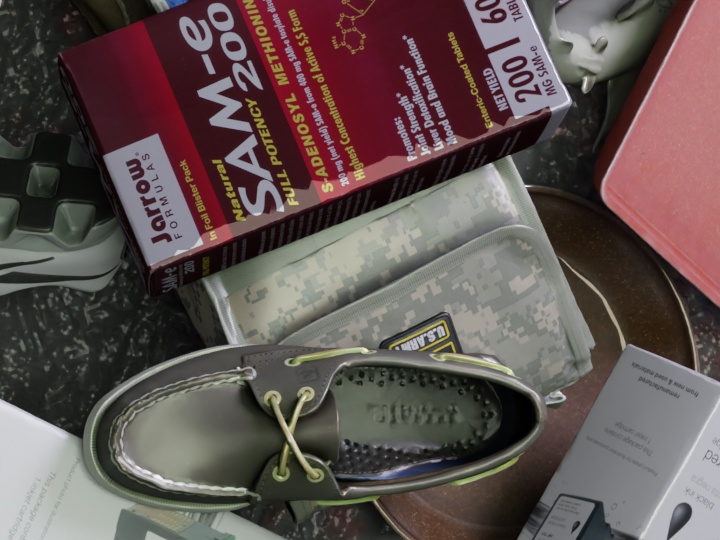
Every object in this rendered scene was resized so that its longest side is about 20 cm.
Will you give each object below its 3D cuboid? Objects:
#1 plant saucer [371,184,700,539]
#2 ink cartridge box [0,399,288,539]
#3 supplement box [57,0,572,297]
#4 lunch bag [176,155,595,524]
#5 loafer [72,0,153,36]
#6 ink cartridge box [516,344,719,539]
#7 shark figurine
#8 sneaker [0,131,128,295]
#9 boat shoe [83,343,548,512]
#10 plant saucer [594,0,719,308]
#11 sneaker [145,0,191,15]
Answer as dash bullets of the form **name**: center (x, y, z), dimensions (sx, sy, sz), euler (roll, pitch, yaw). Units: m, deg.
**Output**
- **plant saucer**: center (0.076, 0.057, 1.279), dimensions (0.200, 0.037, 0.201), euler (1, 88, -21)
- **ink cartridge box**: center (-0.118, 0.134, 1.145), dimensions (0.200, 0.146, 0.085), euler (28, 77, -18)
- **supplement box**: center (-0.021, -0.077, 1.105), dimensions (0.199, 0.061, 0.109), euler (-23, 82, -7)
- **lunch bag**: center (0.000, 0.000, 1.180), dimensions (0.164, 0.118, 0.200), euler (-27, 85, -9)
- **loafer**: center (-0.154, -0.173, 1.189), dimensions (0.067, 0.076, 0.200), euler (-32, 88, -18)
- **ink cartridge box**: center (0.151, 0.161, 1.244), dimensions (0.146, 0.086, 0.200), euler (32, 85, -34)
- **shark figurine**: center (0.097, -0.132, 1.263), dimensions (0.089, 0.214, 0.128), euler (34, 108, 22)
- **sneaker**: center (-0.204, -0.024, 1.163), dimensions (0.199, 0.089, 0.074), euler (12, 56, 4)
- **boat shoe**: center (-0.017, 0.066, 1.084), dimensions (0.201, 0.060, 0.072), euler (-3, 89, -21)
- **plant saucer**: center (0.208, -0.078, 1.303), dimensions (0.200, 0.037, 0.200), euler (38, 75, -40)
- **sneaker**: center (-0.044, -0.158, 1.165), dimensions (0.200, 0.089, 0.079), euler (-1, 69, -63)
